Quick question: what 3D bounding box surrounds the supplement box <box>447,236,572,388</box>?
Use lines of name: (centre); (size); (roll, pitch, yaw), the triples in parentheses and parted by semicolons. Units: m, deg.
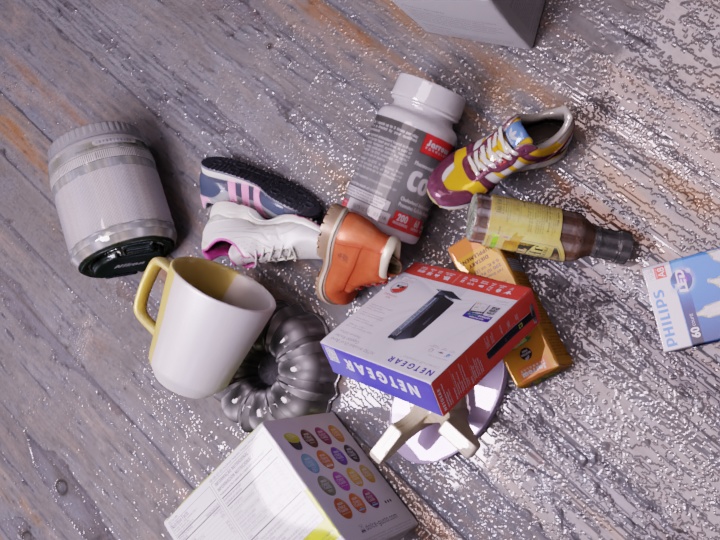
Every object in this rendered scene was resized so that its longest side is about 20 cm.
supplement box: (0.188, 0.045, 1.171); (0.066, 0.069, 0.201); (-32, 75, 21)

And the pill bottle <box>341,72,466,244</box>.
pill bottle: (0.059, -0.147, 1.221); (0.113, 0.114, 0.202); (24, 96, 24)

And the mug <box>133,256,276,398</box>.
mug: (-0.215, 0.076, 1.249); (0.154, 0.148, 0.187); (-65, 30, 15)

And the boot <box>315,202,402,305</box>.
boot: (0.000, 0.000, 1.211); (0.106, 0.201, 0.075); (21, 63, 8)

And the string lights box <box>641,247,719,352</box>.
string lights box: (0.436, 0.021, 1.061); (0.198, 0.059, 0.104); (-17, 80, 23)

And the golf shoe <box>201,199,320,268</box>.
golf shoe: (-0.129, -0.034, 1.286); (0.198, 0.076, 0.092); (11, 57, 19)

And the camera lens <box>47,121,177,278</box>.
camera lens: (-0.372, -0.100, 1.391); (0.159, 0.160, 0.202); (-25, 76, 21)

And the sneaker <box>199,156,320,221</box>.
sneaker: (-0.148, -0.097, 1.350); (0.199, 0.070, 0.083); (25, 122, 21)

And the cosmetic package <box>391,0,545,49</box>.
cosmetic package: (0.137, -0.395, 1.159); (0.164, 0.200, 0.167); (17, 93, 24)

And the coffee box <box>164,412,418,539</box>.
coffee box: (-0.088, 0.326, 1.200); (0.200, 0.199, 0.198); (-46, 69, 15)

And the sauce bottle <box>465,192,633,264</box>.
sauce bottle: (0.229, -0.046, 1.128); (0.198, 0.065, 0.065); (11, 90, 1)

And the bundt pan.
bundt pan: (-0.130, 0.141, 1.305); (0.200, 0.076, 0.204); (-2, 86, 25)

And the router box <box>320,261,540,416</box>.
router box: (0.081, 0.073, 1.099); (0.199, 0.179, 0.049); (14, 135, 49)

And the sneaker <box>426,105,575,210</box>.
sneaker: (0.171, -0.147, 1.147); (0.199, 0.090, 0.075); (-28, 72, -7)

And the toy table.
toy table: (0.093, 0.160, 1.178); (0.183, 0.117, 0.202); (28, 98, 24)
